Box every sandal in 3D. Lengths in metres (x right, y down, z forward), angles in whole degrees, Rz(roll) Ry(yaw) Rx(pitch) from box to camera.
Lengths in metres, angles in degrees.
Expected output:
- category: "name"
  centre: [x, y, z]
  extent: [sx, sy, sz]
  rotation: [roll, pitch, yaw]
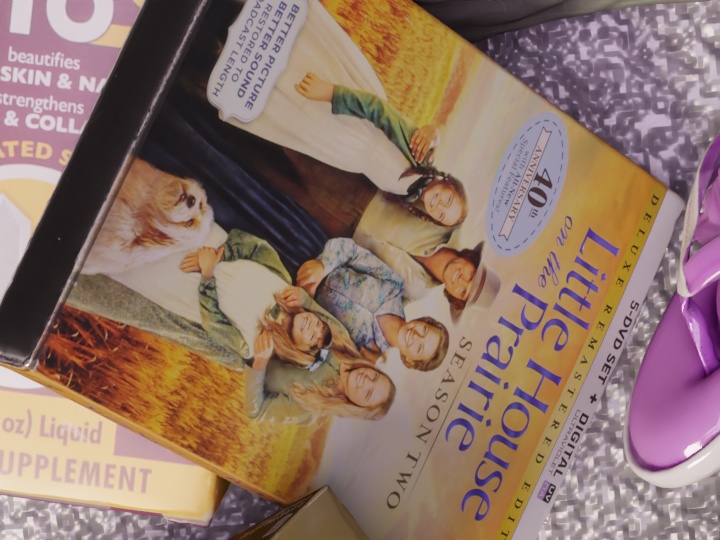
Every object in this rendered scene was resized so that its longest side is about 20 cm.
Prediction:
- category: "sandal"
  centre: [0.129, -0.029, 0.800]
  extent: [0.050, 0.082, 0.203]
  rotation: [34, 86, -20]

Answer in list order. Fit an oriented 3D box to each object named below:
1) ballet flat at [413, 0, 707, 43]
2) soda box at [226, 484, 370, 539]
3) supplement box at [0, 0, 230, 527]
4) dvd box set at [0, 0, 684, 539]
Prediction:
- category: "ballet flat"
  centre: [0.095, -0.114, 0.793]
  extent: [0.199, 0.064, 0.068]
  rotation: [-14, 73, 6]
- category: "soda box"
  centre: [-0.062, 0.134, 0.784]
  extent: [0.064, 0.068, 0.200]
  rotation: [51, 140, -4]
- category: "supplement box"
  centre: [-0.089, -0.036, 0.801]
  extent: [0.130, 0.103, 0.201]
  rotation: [7, 98, 3]
- category: "dvd box set"
  centre: [0.000, 0.000, 0.762]
  extent: [0.200, 0.029, 0.147]
  rotation: [32, 80, -39]
